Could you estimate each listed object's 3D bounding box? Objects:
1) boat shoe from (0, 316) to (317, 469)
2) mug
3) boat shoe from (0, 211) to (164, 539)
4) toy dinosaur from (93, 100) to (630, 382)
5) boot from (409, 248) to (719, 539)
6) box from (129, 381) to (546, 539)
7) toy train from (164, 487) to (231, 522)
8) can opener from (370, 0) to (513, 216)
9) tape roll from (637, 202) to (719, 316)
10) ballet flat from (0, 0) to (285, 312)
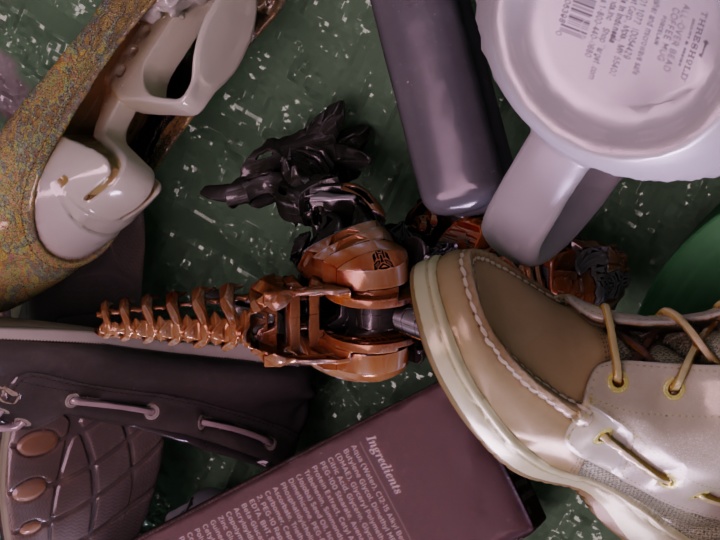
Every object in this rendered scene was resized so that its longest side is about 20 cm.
[{"bbox_3d":[-0.106,0.050,1.145,0.067,0.200,0.057,7,92,60],"label":"boat shoe"},{"bbox_3d":[0.105,-0.086,1.004,0.148,0.175,0.200,34,119,8],"label":"mug"},{"bbox_3d":[-0.128,0.039,1.213,0.073,0.074,0.200,27,115,61],"label":"boat shoe"},{"bbox_3d":[0.000,0.000,1.099,0.200,0.136,0.102,14,103,-28],"label":"toy dinosaur"},{"bbox_3d":[0.126,0.027,1.003,0.154,0.072,0.200,-28,135,27],"label":"boot"},{"bbox_3d":[-0.030,0.116,1.136,0.200,0.100,0.075,-29,84,5],"label":"box"},{"bbox_3d":[-0.026,0.184,1.221,0.200,0.085,0.114,43,106,6],"label":"toy train"},{"bbox_3d":[0.035,-0.123,1.068,0.067,0.053,0.200,-15,86,14],"label":"can opener"},{"bbox_3d":[0.201,0.052,1.088,0.200,0.048,0.201,8,112,20],"label":"tape roll"},{"bbox_3d":[-0.091,-0.062,1.118,0.071,0.071,0.200,33,90,8],"label":"ballet flat"}]
